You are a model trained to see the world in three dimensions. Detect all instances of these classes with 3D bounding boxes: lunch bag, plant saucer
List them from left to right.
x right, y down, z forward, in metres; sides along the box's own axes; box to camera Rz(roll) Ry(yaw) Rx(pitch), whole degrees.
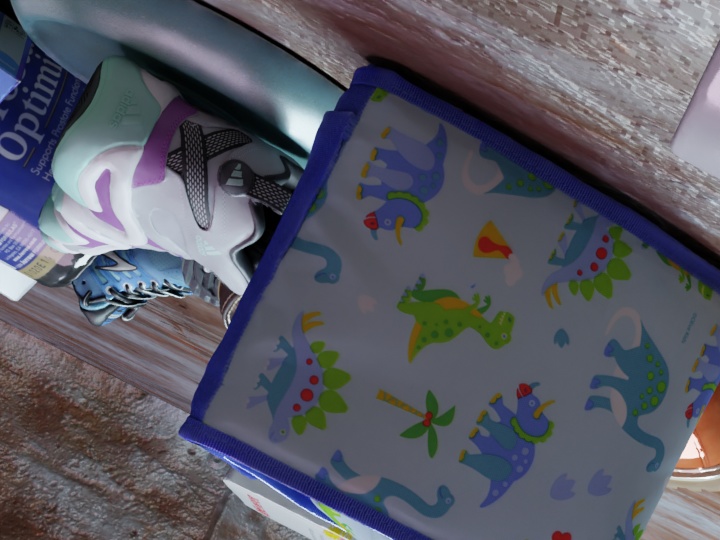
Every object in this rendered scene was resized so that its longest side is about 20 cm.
[{"bbox_3d":[-0.077,-0.086,1.158,0.200,0.027,0.200,26,171,5],"label":"plant saucer"},{"bbox_3d":[0.036,0.034,1.051,0.200,0.170,0.127,32,170,-35],"label":"lunch bag"}]

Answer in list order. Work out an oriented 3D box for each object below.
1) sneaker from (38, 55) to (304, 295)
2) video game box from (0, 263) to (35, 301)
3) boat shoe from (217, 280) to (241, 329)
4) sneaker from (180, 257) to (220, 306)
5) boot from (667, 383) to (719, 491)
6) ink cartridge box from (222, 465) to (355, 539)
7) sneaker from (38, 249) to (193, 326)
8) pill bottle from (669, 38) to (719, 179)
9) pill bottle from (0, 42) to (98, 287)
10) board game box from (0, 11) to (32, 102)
[{"bbox_3d":[-0.071,-0.022,1.165,0.140,0.078,0.200,28,172,-2],"label":"sneaker"},{"bbox_3d":[-0.281,-0.087,1.482,0.182,0.047,0.200,49,-173,37],"label":"video game box"},{"bbox_3d":[-0.020,0.014,1.247,0.072,0.072,0.200,32,152,-22],"label":"boat shoe"},{"bbox_3d":[0.000,0.000,1.371,0.200,0.066,0.078,18,-152,-8],"label":"sneaker"},{"bbox_3d":[0.097,0.058,1.282,0.200,0.075,0.107,-1,154,30],"label":"boot"},{"bbox_3d":[0.032,0.127,1.695,0.200,0.145,0.147,26,171,6],"label":"ink cartridge box"},{"bbox_3d":[-0.136,0.003,1.645,0.200,0.090,0.078,17,168,43],"label":"sneaker"},{"bbox_3d":[0.170,-0.023,0.492,0.200,0.114,0.114,26,172,6],"label":"pill bottle"},{"bbox_3d":[-0.212,-0.083,1.289,0.200,0.112,0.112,29,171,-19],"label":"pill bottle"},{"bbox_3d":[-0.271,-0.111,1.176,0.200,0.134,0.045,36,-152,-21],"label":"board game box"}]
